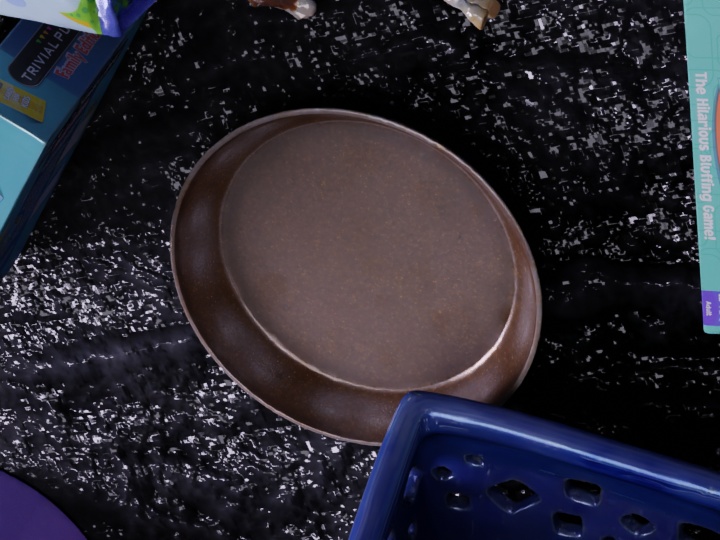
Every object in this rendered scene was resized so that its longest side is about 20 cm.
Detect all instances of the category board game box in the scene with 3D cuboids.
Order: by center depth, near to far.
[{"bbox_3d":[0.170,-0.091,0.809,0.045,0.200,0.153,3,123,19],"label":"board game box"},{"bbox_3d":[-0.184,-0.043,1.003,0.047,0.151,0.200,30,127,-5],"label":"board game box"}]

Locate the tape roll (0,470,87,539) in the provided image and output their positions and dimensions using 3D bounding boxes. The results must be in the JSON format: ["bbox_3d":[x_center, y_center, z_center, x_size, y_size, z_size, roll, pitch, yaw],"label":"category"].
[{"bbox_3d":[-0.253,0.213,1.249,0.199,0.066,0.201,10,125,15],"label":"tape roll"}]

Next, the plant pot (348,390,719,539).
[{"bbox_3d":[0.088,0.206,1.025,0.199,0.201,0.180,14,151,12],"label":"plant pot"}]

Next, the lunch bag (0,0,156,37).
[{"bbox_3d":[-0.162,-0.218,0.891,0.169,0.127,0.201,12,123,25],"label":"lunch bag"}]

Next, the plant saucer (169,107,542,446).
[{"bbox_3d":[0.000,0.000,1.035,0.199,0.035,0.201,10,124,16],"label":"plant saucer"}]

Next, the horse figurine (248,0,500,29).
[{"bbox_3d":[-0.003,-0.152,0.885,0.132,0.050,0.200,21,170,7],"label":"horse figurine"}]
